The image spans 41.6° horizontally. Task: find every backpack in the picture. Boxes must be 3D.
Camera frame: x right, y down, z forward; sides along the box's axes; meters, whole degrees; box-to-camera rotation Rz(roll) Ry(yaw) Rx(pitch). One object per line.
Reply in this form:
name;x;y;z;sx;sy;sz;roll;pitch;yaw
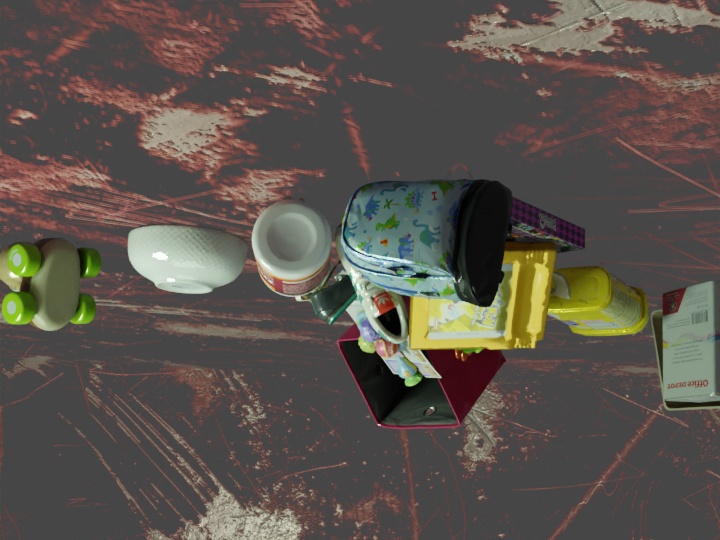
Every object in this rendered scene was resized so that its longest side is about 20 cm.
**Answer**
backpack;0.073;-0.043;1.207;0.199;0.164;0.153;1;161;45

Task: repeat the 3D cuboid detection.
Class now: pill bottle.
pill bottle;-0.099;-0.024;1.389;0.112;0.114;0.200;4;167;-2

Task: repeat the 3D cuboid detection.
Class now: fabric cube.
fabric cube;0.115;0.149;1.734;0.195;0.201;0.199;-8;-155;40

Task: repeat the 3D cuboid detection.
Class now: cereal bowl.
cereal bowl;-0.289;-0.011;1.575;0.198;0.084;0.200;2;168;0

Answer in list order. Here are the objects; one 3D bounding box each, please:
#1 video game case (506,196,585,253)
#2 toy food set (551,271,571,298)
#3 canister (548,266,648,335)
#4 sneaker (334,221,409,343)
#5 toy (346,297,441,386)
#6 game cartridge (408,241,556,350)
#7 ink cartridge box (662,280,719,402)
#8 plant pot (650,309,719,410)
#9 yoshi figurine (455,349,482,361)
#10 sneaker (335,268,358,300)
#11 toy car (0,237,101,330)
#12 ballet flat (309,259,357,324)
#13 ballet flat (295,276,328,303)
video game case;0.191;-0.056;1.344;0.180;0.036;0.199;-7;164;43
toy food set;0.216;0.015;1.510;0.198;0.061;0.143;6;-174;-14
canister;0.409;0.055;1.676;0.148;0.087;0.200;-5;164;33
sneaker;0.025;0.020;1.396;0.070;0.201;0.093;-24;-162;-4
toy;0.037;0.122;1.556;0.115;0.047;0.200;-1;138;48
game cartridge;0.170;0.039;1.348;0.198;0.033;0.177;0;125;0
ink cartridge box;0.617;0.132;1.696;0.082;0.202;0.146;8;167;-18
plant pot;0.721;0.163;1.866;0.176;0.202;0.199;-2;172;-30
yoshi figurine;0.183;0.064;1.494;0.112;0.112;0.200;-38;172;28
sneaker;0.009;0.039;1.709;0.075;0.089;0.200;7;169;-25
toy car;-0.586;0.014;1.656;0.199;0.159;0.164;9;-177;31
ballet flat;0.000;0.000;1.480;0.200;0.073;0.073;-40;180;-18
ballet flat;-0.114;0.019;1.707;0.068;0.064;0.200;-4;165;28
